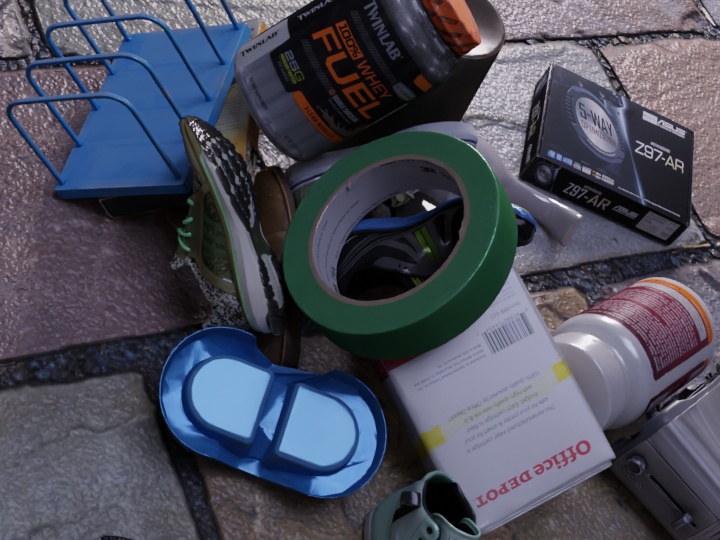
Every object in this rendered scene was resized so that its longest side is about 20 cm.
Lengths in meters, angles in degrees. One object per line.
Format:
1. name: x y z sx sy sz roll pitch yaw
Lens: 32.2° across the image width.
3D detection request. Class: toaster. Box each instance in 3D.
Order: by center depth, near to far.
1. toaster: 0.341 0.175 1.210 0.200 0.114 0.129 -27 76 -40

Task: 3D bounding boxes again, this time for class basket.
1. basket: 0.051 -0.190 1.262 0.180 0.200 0.136 -32 75 -38

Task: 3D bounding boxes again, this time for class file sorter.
1. file sorter: -0.209 -0.181 1.123 0.138 0.123 0.201 -1 54 24

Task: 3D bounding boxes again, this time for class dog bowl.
1. dog bowl: -0.078 0.125 1.058 0.199 0.050 0.112 23 65 -10

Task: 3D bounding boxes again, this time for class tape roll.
1. tape roll: 0.032 -0.024 1.059 0.048 0.200 0.201 49 31 -48

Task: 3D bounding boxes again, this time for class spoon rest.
1. spoon rest: 0.139 -0.080 1.314 0.199 0.100 0.061 19 21 -30

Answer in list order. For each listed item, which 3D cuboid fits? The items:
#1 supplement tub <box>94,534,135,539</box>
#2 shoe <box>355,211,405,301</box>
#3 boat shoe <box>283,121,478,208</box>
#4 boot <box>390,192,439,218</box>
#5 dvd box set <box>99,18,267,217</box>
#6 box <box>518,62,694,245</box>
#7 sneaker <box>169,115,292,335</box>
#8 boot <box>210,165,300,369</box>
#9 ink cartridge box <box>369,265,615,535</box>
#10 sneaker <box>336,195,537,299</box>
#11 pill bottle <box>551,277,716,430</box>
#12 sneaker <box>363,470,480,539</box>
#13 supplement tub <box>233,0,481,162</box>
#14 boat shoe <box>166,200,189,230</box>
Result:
1. supplement tub: -0.111 0.271 0.902 0.199 0.123 0.123 18 51 -15
2. shoe: 0.000 0.000 1.199 0.070 0.053 0.201 -7 62 -21
3. boat shoe: 0.024 -0.089 1.195 0.199 0.072 0.062 -17 77 -14
4. boot: 0.083 0.013 1.214 0.073 0.076 0.200 -21 68 -35
5. dvd box set: -0.162 -0.146 1.177 0.146 0.029 0.201 -11 51 16
6. box: 0.289 -0.136 1.447 0.199 0.044 0.161 24 50 -9
7. sneaker: -0.130 -0.031 1.060 0.077 0.088 0.201 -35 107 -75
8. boot: -0.096 -0.006 1.134 0.075 0.074 0.201 2 68 -12
9. ink cartridge box: 0.107 0.112 1.095 0.145 0.083 0.201 -26 83 -10
10. sneaker: 0.063 -0.013 1.113 0.199 0.071 0.083 -13 60 18
11. pill bottle: 0.250 0.085 1.206 0.200 0.114 0.114 -21 68 -46
12. sneaker: 0.056 0.261 0.997 0.074 0.118 0.201 5 57 -26
13. supplement tub: -0.002 -0.192 1.109 0.123 0.200 0.123 52 20 -27
14. boat shoe: -0.141 -0.102 1.199 0.073 0.063 0.201 -14 49 14
